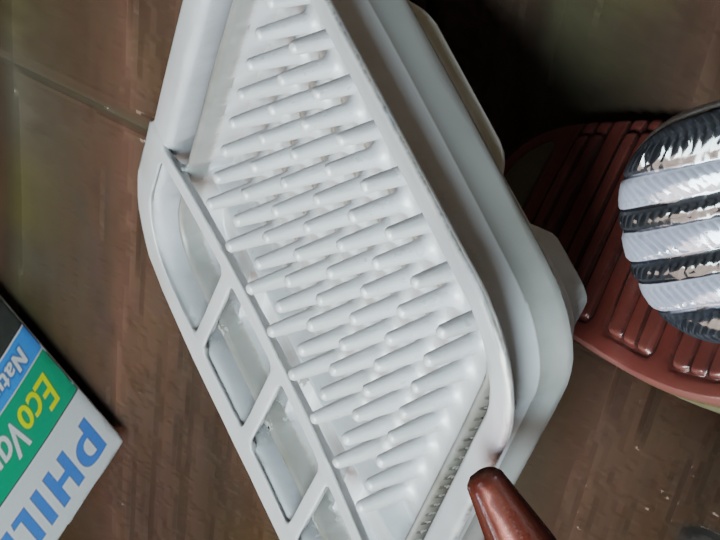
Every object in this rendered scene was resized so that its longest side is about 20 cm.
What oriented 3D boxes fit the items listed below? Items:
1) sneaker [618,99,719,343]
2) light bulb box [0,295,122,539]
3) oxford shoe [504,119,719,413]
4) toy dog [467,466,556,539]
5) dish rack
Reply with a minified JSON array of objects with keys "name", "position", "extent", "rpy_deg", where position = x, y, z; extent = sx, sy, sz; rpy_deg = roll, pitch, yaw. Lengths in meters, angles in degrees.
[{"name":"sneaker","position":[0.160,-0.034,0.658],"extent":[0.199,0.087,0.075],"rpy_deg":[-7,100,22]},{"name":"light bulb box","position":[-0.219,0.067,0.987],"extent":[0.124,0.199,0.200],"rpy_deg":[0,139,44]},{"name":"oxford shoe","position":[0.121,0.019,0.747],"extent":[0.199,0.071,0.075],"rpy_deg":[23,167,30]},{"name":"toy dog","position":[0.071,0.087,0.742],"extent":[0.200,0.131,0.097],"rpy_deg":[18,-129,-83]},{"name":"dish rack","position":[0.000,0.000,0.788],"extent":[0.172,0.043,0.200],"rpy_deg":[63,158,22]}]
